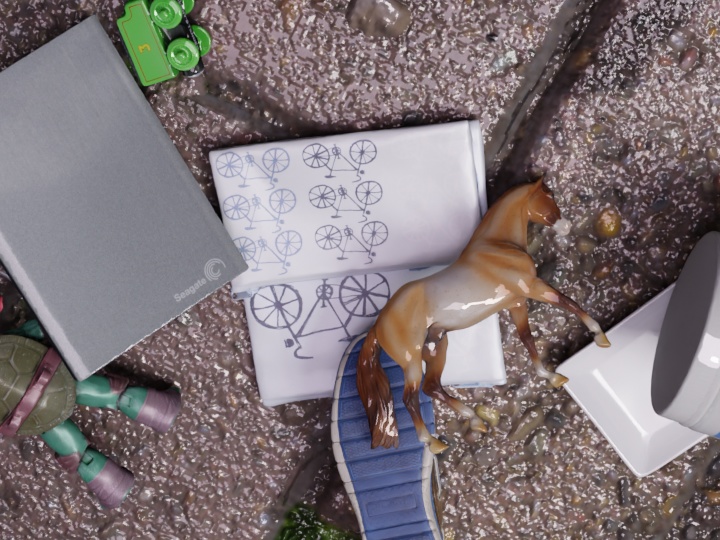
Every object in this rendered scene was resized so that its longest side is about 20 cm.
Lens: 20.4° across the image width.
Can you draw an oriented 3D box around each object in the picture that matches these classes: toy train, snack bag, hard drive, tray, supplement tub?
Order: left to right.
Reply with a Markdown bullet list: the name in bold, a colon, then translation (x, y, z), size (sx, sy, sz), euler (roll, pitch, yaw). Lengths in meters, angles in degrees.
- **hard drive**: translation (-0.184, -0.047, 1.334), size (0.139, 0.033, 0.201), euler (-34, 100, -13)
- **toy train**: translation (-0.156, -0.215, 1.307), size (0.056, 0.042, 0.201), euler (-15, 109, 20)
- **snack bag**: translation (0.000, 0.000, 1.387), size (0.187, 0.021, 0.202), euler (-6, 110, 5)
- **tray**: translation (0.243, 0.049, 1.391), size (0.199, 0.022, 0.108), euler (-37, 105, 15)
- **supplement tub**: translation (0.304, 0.064, 1.313), size (0.198, 0.132, 0.133), euler (16, 110, -3)

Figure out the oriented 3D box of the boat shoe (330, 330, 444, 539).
- **boat shoe**: translation (0.020, 0.140, 1.398), size (0.071, 0.072, 0.202), euler (-6, 93, 2)

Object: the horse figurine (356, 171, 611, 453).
- **horse figurine**: translation (0.071, 0.037, 1.334), size (0.199, 0.050, 0.133), euler (-33, 73, 5)

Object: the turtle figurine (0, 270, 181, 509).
- **turtle figurine**: translation (-0.231, 0.077, 1.391), size (0.199, 0.101, 0.150), euler (34, 108, -15)
